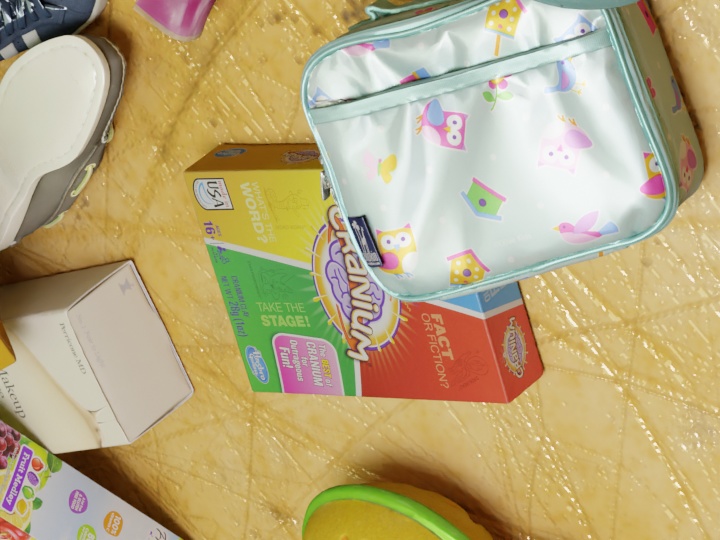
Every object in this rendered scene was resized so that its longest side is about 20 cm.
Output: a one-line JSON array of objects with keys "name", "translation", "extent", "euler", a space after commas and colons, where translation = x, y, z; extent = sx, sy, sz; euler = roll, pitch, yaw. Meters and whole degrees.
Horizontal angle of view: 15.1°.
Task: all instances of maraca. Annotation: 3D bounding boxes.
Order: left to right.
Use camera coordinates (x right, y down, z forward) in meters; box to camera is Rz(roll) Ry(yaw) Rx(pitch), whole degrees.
[{"name": "maraca", "translation": [0.046, 0.199, 1.653], "extent": [0.199, 0.107, 0.138], "euler": [25, 138, 26]}]

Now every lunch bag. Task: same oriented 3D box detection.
[{"name": "lunch bag", "translation": [0.069, -0.077, 1.448], "extent": [0.199, 0.077, 0.161], "euler": [-15, 106, 26]}]

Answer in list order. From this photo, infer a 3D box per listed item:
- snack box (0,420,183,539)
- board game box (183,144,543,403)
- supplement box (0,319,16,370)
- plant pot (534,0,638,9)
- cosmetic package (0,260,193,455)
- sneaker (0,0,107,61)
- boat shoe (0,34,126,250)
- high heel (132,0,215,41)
[{"name": "snack box", "translation": [-0.235, 0.186, 1.847], "extent": [0.200, 0.068, 0.168], "euler": [38, 144, -29]}, {"name": "board game box", "translation": [0.000, 0.000, 1.612], "extent": [0.199, 0.040, 0.154], "euler": [0, 116, 40]}, {"name": "supplement box", "translation": [-0.355, 0.007, 1.723], "extent": [0.198, 0.199, 0.133], "euler": [60, 179, 46]}, {"name": "plant pot", "translation": [0.117, -0.229, 1.272], "extent": [0.200, 0.200, 0.188], "euler": [37, 150, 15]}, {"name": "cosmetic package", "translation": [-0.217, 0.065, 1.813], "extent": [0.199, 0.073, 0.104], "euler": [-11, 110, 44]}, {"name": "sneaker", "translation": [-0.236, -0.153, 1.679], "extent": [0.200, 0.084, 0.075], "euler": [-21, 102, 45]}, {"name": "boat shoe", "translation": [-0.193, -0.085, 1.706], "extent": [0.072, 0.060, 0.202], "euler": [55, 137, 14]}, {"name": "high heel", "translation": [-0.153, -0.223, 1.580], "extent": [0.200, 0.067, 0.096], "euler": [41, 130, 15]}]
